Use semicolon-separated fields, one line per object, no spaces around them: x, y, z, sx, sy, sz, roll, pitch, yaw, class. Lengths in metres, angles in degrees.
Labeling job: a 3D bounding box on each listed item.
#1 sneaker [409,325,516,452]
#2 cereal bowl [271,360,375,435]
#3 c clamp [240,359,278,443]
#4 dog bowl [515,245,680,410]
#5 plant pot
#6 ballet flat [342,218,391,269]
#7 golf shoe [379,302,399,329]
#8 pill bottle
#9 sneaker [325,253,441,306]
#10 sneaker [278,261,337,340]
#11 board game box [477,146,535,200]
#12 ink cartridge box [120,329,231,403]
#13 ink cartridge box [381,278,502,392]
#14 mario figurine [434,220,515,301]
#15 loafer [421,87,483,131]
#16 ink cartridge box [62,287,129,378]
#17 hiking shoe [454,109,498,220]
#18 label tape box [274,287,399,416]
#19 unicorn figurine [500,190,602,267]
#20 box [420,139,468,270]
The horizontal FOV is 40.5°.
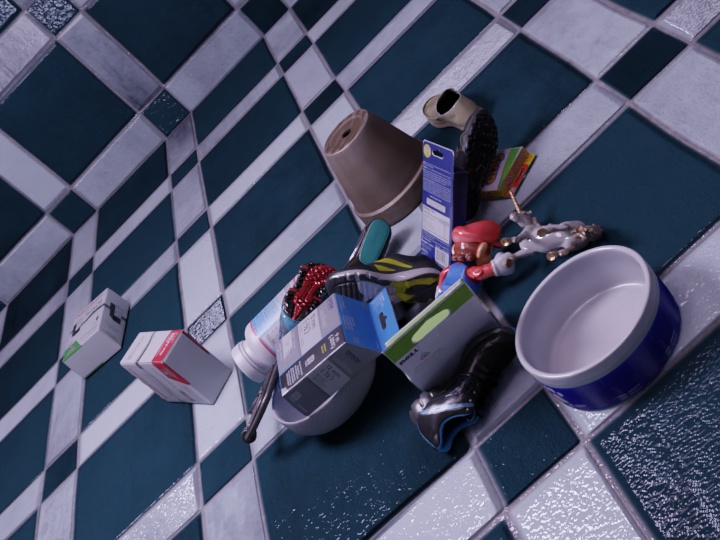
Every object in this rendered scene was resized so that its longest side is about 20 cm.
0.157;0.165;1.342;0.201;0.073;0.082;-50;38;14;sneaker
-0.048;0.186;1.587;0.199;0.083;0.201;-35;31;24;cereal bowl
-0.169;0.228;1.687;0.172;0.027;0.200;-62;6;20;c clamp
0.297;0.071;1.230;0.199;0.079;0.201;-35;31;24;dog bowl
0.027;-0.212;1.890;0.199;0.173;0.201;-34;30;23;plant pot
0.000;0.000;1.785;0.073;0.073;0.202;2;62;56;ballet flat
0.036;0.055;1.646;0.091;0.075;0.201;-38;30;11;golf shoe
-0.141;0.109;1.795;0.200;0.109;0.109;-44;27;9;pill bottle
0.038;0.016;1.608;0.085;0.196;0.075;-105;17;-58;sneaker
-0.093;0.058;1.674;0.200;0.078;0.096;-48;-18;-55;sneaker
0.215;-0.166;1.715;0.199;0.030;0.096;3;57;54;board game box
-0.380;0.198;1.994;0.199;0.144;0.084;-8;45;51;ink cartridge box
0.105;0.079;1.347;0.147;0.200;0.076;-40;54;3;ink cartridge box
0.175;0.020;1.510;0.122;0.106;0.202;20;79;23;mario figurine
0.175;-0.326;1.929;0.076;0.068;0.200;-51;27;-6;loafer
-0.694;0.162;2.570;0.146;0.083;0.201;-39;28;17;ink cartridge box
0.170;-0.184;1.681;0.100;0.075;0.203;2;69;53;hiking shoe
-0.039;0.109;1.514;0.200;0.066;0.144;-43;28;14;label tape box
0.265;-0.051;1.432;0.198;0.075;0.137;15;26;39;unicorn figurine
0.137;-0.107;1.609;0.032;0.203;0.121;-7;19;-19;box
